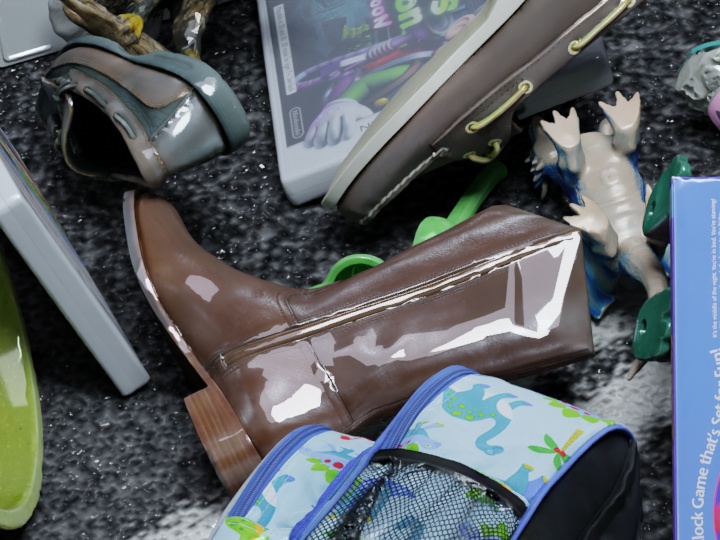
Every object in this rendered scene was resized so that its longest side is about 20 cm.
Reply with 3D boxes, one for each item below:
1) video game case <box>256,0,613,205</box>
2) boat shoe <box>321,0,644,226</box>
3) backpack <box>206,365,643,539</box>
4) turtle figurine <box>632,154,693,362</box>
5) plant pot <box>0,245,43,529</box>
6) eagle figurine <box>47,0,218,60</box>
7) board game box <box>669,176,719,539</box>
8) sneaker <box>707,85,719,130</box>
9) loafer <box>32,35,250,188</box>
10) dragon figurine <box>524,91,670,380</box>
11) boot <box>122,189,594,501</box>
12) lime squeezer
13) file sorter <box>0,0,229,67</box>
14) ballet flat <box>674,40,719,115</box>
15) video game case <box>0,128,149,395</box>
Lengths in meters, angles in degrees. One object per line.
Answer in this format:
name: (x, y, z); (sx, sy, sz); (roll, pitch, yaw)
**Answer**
video game case: (0.034, -0.134, 1.404); (0.181, 0.023, 0.200); (-21, 39, 9)
boat shoe: (0.061, -0.091, 1.284); (0.059, 0.200, 0.072); (41, 14, -7)
backpack: (0.023, 0.138, 1.011); (0.147, 0.184, 0.200); (18, 41, 24)
turtle figurine: (0.226, 0.020, 1.176); (0.199, 0.101, 0.150); (13, 44, -11)
plant pot: (-0.267, 0.045, 1.172); (0.189, 0.200, 0.200); (-17, 40, 8)
eagle figurine: (-0.076, -0.189, 1.404); (0.150, 0.152, 0.201); (23, 74, 4)
board game box: (0.198, 0.061, 1.086); (0.134, 0.045, 0.201); (0, 85, 6)
sneaker: (0.229, -0.111, 1.188); (0.082, 0.070, 0.200); (31, 47, 11)
loafer: (-0.129, -0.076, 1.319); (0.063, 0.072, 0.200); (-41, 22, -21)
dragon figurine: (0.128, -0.017, 1.262); (0.059, 0.100, 0.200); (-19, 54, -1)
boot: (0.000, 0.000, 1.229); (0.199, 0.064, 0.187); (-25, 59, -1)
lime squeezer: (0.007, -0.007, 1.288); (0.200, 0.038, 0.071); (-28, 45, -22)
file sorter: (-0.141, -0.231, 1.489); (0.199, 0.139, 0.125); (-18, 40, -14)
ballet flat: (0.264, -0.089, 1.334); (0.199, 0.072, 0.072); (-3, 41, 3)
video game case: (-0.174, -0.043, 1.273); (0.018, 0.143, 0.200); (-33, 45, -2)
